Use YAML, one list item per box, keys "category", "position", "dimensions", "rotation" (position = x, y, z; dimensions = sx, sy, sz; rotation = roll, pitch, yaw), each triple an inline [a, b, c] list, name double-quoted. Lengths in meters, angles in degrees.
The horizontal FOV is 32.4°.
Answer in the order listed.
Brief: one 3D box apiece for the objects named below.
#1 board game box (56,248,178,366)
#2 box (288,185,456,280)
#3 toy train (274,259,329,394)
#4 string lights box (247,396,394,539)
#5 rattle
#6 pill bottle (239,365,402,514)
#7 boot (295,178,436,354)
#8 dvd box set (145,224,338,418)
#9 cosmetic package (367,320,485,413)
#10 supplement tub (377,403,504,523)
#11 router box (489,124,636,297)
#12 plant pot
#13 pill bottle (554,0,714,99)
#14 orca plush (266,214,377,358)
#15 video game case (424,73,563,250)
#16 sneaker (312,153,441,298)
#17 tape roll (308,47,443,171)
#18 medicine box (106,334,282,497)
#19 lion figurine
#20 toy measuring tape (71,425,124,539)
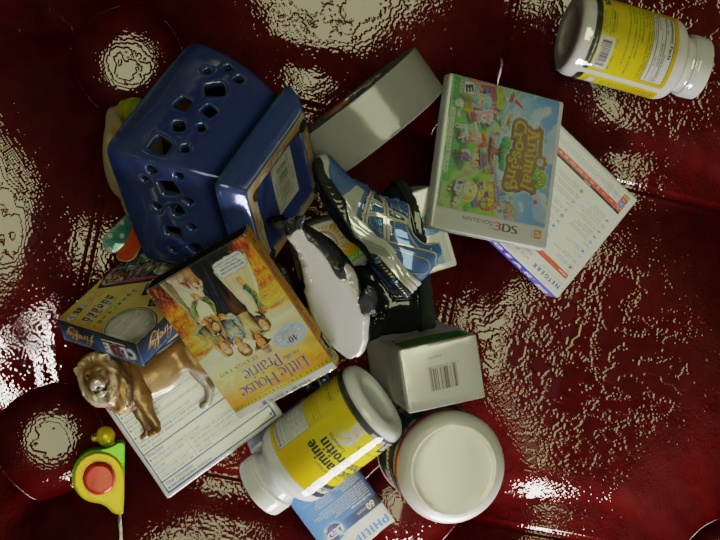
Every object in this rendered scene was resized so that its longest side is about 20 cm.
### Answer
- category: "board game box"
  position: [-0.258, 0.028, 1.531]
  dimensions: [0.200, 0.134, 0.035]
  rotation: [-47, 139, -39]
- category: "box"
  position: [0.010, -0.032, 1.636]
  dimensions: [0.198, 0.101, 0.114]
  rotation: [-19, 97, -9]
- category: "toy train"
  position: [-0.084, 0.080, 1.661]
  dimensions: [0.045, 0.034, 0.202]
  rotation: [-22, 96, -21]
- category: "string lights box"
  position: [-0.053, 0.283, 1.664]
  dimensions: [0.102, 0.059, 0.201]
  rotation: [-36, 99, -6]
- category: "rattle"
  position: [-0.259, -0.116, 1.593]
  dimensions: [0.129, 0.142, 0.203]
  rotation: [-10, 87, 34]
- category: "pill bottle"
  position: [-0.053, 0.219, 1.560]
  dimensions: [0.199, 0.112, 0.112]
  rotation: [-38, 100, 14]
- category: "boot"
  position: [0.000, 0.000, 1.545]
  dimensions: [0.166, 0.076, 0.203]
  rotation: [-12, 103, -14]
- category: "dvd box set"
  position: [-0.137, 0.064, 1.451]
  dimensions: [0.145, 0.029, 0.201]
  rotation: [-27, 111, 16]
- category: "cosmetic package"
  position: [0.079, 0.121, 1.608]
  dimensions: [0.106, 0.200, 0.086]
  rotation: [-11, 97, -13]
- category: "supplement tub"
  position: [0.098, 0.240, 1.618]
  dimensions: [0.138, 0.200, 0.143]
  rotation: [-1, 93, -10]
- category: "router box"
  position: [0.251, -0.097, 1.706]
  dimensions: [0.200, 0.049, 0.180]
  rotation: [42, 85, -10]
- category: "plant pot"
  position: [-0.163, -0.122, 1.493]
  dimensions: [0.178, 0.201, 0.201]
  rotation: [19, 56, 22]
- category: "pill bottle"
  position: [0.373, -0.300, 1.687]
  dimensions: [0.197, 0.112, 0.114]
  rotation: [13, 91, -12]
- category: "orca plush"
  position: [-0.043, 0.007, 1.471]
  dimensions: [0.105, 0.071, 0.200]
  rotation: [-32, 112, 22]
- category: "video game case"
  position: [0.178, -0.141, 1.625]
  dimensions: [0.180, 0.022, 0.203]
  rotation: [10, 85, -25]
- category: "sneaker"
  position: [0.016, -0.064, 1.488]
  dimensions: [0.077, 0.076, 0.201]
  rotation: [-39, 86, -7]
- category: "tape roll"
  position: [0.009, -0.197, 1.577]
  dimensions: [0.200, 0.200, 0.066]
  rotation: [-39, 99, -6]
- category: "medicine box"
  position: [-0.231, 0.152, 1.600]
  dimensions: [0.181, 0.103, 0.201]
  rotation: [-34, 98, -7]
- category: "lion figurine"
  position: [-0.242, 0.127, 1.517]
  dimensions: [0.198, 0.072, 0.124]
  rotation: [-25, 90, -23]
- category: "toy measuring tape"
  position: [-0.341, 0.303, 1.605]
  dimensions: [0.072, 0.074, 0.203]
  rotation: [1, 93, -11]
